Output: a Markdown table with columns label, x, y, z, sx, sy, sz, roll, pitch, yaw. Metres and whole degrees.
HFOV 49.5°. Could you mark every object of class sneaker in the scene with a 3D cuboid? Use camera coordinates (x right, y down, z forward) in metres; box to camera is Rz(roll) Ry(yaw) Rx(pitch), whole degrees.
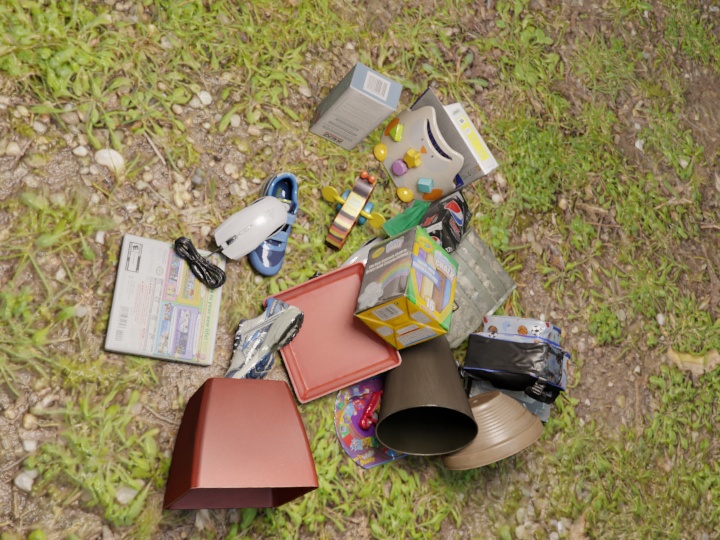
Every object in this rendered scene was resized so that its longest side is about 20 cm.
| label | x | y | z | sx | sy | sz | roll | pitch | yaw |
| --- | --- | --- | --- | --- | --- | --- | --- | --- | --- |
| sneaker | -0.158 | -0.091 | 1.430 | 0.073 | 0.082 | 0.202 | 14 | 72 | -24 |
| sneaker | -0.188 | 0.132 | 1.365 | 0.085 | 0.077 | 0.200 | 35 | 74 | 20 |

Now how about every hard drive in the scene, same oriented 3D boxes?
| label | x | y | z | sx | sy | sz | roll | pitch | yaw |
| --- | --- | --- | --- | --- | --- | --- | --- | --- | --- |
| hard drive | 0.307 | 0.222 | 1.606 | 0.199 | 0.038 | 0.141 | 21 | 68 | -21 |

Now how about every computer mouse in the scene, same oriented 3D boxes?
| label | x | y | z | sx | sy | sz | roll | pitch | yaw |
| --- | --- | --- | --- | --- | --- | --- | --- | --- | --- |
| computer mouse | 0.000 | 0.000 | 1.497 | 0.110 | 0.044 | 0.200 | 50 | 61 | -6 |
| computer mouse | -0.215 | -0.063 | 1.361 | 0.199 | 0.044 | 0.110 | -38 | 93 | -11 |

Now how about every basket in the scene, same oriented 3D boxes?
| label | x | y | z | sx | sy | sz | roll | pitch | yaw |
| --- | --- | --- | --- | --- | --- | --- | --- | --- | --- |
| basket | 0.112 | 0.212 | 1.418 | 0.178 | 0.137 | 0.201 | 0 | 40 | -1 |

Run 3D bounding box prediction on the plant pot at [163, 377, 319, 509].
| label | x | y | z | sx | sy | sz | roll | pitch | yaw |
| --- | --- | --- | --- | --- | --- | --- | --- | --- | --- |
| plant pot | -0.195 | 0.277 | 1.256 | 0.198 | 0.200 | 0.178 | 7 | 63 | -25 |

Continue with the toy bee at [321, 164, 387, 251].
| label | x | y | z | sx | sy | sz | roll | pitch | yaw |
| --- | --- | --- | --- | --- | --- | --- | --- | --- | --- |
| toy bee | -0.010 | -0.142 | 1.501 | 0.130 | 0.109 | 0.202 | 9 | 67 | -5 |

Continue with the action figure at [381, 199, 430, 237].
| label | x | y | z | sx | sy | sz | roll | pitch | yaw |
| --- | --- | --- | --- | --- | --- | --- | --- | --- | --- |
| action figure | 0.102 | -0.084 | 1.550 | 0.119 | 0.054 | 0.200 | 59 | 37 | -17 |

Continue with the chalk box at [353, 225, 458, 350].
| label | x | y | z | sx | sy | sz | roll | pitch | yaw |
| --- | --- | --- | --- | --- | --- | --- | --- | --- | --- |
| chalk box | 0.088 | 0.015 | 1.384 | 0.124 | 0.124 | 0.201 | 40 | 45 | -29 |

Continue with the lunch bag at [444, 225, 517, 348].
| label | x | y | z | sx | sy | sz | roll | pitch | yaw |
| --- | --- | --- | --- | --- | --- | --- | --- | --- | --- |
| lunch bag | 0.184 | 0.038 | 1.550 | 0.200 | 0.117 | 0.164 | -44 | 100 | -23 |

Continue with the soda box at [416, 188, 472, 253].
| label | x | y | z | sx | sy | sz | roll | pitch | yaw |
| --- | --- | --- | --- | --- | --- | --- | --- | --- | --- |
| soda box | 0.162 | -0.090 | 1.524 | 0.064 | 0.070 | 0.200 | 60 | 26 | -14 |

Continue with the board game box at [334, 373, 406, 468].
| label | x | y | z | sx | sy | sz | roll | pitch | yaw |
| --- | --- | --- | --- | --- | --- | --- | --- | --- | --- |
| board game box | 0.049 | 0.274 | 1.457 | 0.198 | 0.039 | 0.160 | -10 | 81 | -28 |

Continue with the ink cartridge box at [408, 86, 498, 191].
| label | x | y | z | sx | sy | sz | roll | pitch | yaw |
| --- | --- | --- | --- | --- | --- | --- | --- | --- | --- |
| ink cartridge box | 0.178 | -0.265 | 1.580 | 0.047 | 0.198 | 0.201 | -30 | 92 | -13 |

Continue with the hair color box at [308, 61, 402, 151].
| label | x | y | z | sx | sy | sz | roll | pitch | yaw |
| --- | --- | --- | --- | --- | --- | --- | --- | --- | --- |
| hair color box | -0.012 | -0.309 | 1.494 | 0.098 | 0.200 | 0.061 | 24 | 66 | -19 |

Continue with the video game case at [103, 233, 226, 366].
| label | x | y | z | sx | sy | sz | roll | pitch | yaw |
| --- | --- | --- | --- | --- | --- | --- | --- | --- | --- |
| video game case | -0.330 | 0.052 | 1.338 | 0.180 | 0.022 | 0.202 | 12 | 70 | -23 |

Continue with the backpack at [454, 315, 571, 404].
| label | x | y | z | sx | sy | sz | roll | pitch | yaw |
| --- | --- | --- | --- | --- | --- | --- | --- | --- | --- |
| backpack | 0.307 | 0.169 | 1.491 | 0.190 | 0.199 | 0.155 | 36 | 70 | -49 |

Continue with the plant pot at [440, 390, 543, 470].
| label | x | y | z | sx | sy | sz | roll | pitch | yaw |
| --- | --- | --- | --- | --- | --- | --- | --- | --- | --- |
| plant pot | 0.230 | 0.286 | 1.452 | 0.200 | 0.200 | 0.093 | -22 | 89 | -30 |

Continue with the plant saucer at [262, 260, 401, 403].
| label | x | y | z | sx | sy | sz | roll | pitch | yaw |
| --- | --- | --- | --- | --- | --- | --- | --- | --- | --- |
| plant saucer | -0.051 | 0.110 | 1.414 | 0.198 | 0.037 | 0.202 | -21 | 85 | 0 |

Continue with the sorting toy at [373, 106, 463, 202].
| label | x | y | z | sx | sy | sz | roll | pitch | yaw |
| --- | --- | --- | --- | --- | --- | --- | --- | --- | --- |
| sorting toy | 0.128 | -0.239 | 1.558 | 0.106 | 0.180 | 0.201 | -32 | 91 | -29 |
